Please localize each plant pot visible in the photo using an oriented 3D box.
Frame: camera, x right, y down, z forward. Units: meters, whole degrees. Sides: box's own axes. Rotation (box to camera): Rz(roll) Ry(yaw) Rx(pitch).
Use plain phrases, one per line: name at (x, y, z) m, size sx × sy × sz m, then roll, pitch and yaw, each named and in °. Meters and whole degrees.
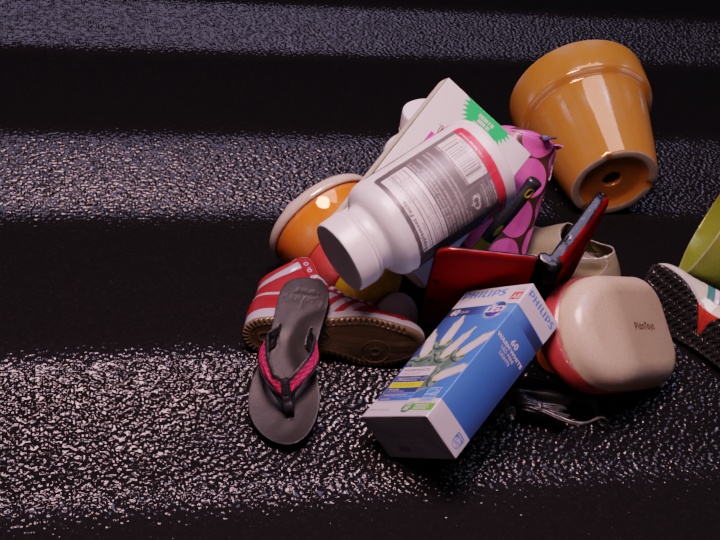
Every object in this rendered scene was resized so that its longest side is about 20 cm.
plant pot at (0.533, -0.018, 1.522) m, size 0.200 × 0.187 × 0.187 m, roll 32°, pitch 37°, yaw 5°
plant pot at (0.329, -0.188, 1.709) m, size 0.199 × 0.200 × 0.184 m, roll -1°, pitch 50°, yaw -15°

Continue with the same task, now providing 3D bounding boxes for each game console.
game console at (0.168, -0.010, 1.356) m, size 0.119 × 0.200 × 0.172 m, roll 34°, pitch 67°, yaw 12°

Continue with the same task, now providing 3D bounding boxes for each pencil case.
pencil case at (0.179, -0.076, 1.491) m, size 0.093 × 0.201 × 0.091 m, roll 16°, pitch 4°, yaw -24°

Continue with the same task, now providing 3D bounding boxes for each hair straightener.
hair straightener at (0.168, 0.143, 1.303) m, size 0.199 × 0.041 × 0.077 m, roll 16°, pitch 34°, yaw 2°

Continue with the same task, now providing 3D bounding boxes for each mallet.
mallet at (0.148, -0.027, 1.407) m, size 0.066 × 0.200 × 0.041 m, roll 28°, pitch 30°, yaw -32°

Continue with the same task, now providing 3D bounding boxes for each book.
book at (0.083, -0.098, 1.382) m, size 0.134 × 0.200 × 0.048 m, roll 40°, pitch -12°, yaw -11°

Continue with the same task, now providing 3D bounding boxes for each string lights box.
string lights box at (0.103, 0.101, 1.233) m, size 0.103 × 0.059 × 0.200 m, roll -9°, pitch 32°, yaw 51°

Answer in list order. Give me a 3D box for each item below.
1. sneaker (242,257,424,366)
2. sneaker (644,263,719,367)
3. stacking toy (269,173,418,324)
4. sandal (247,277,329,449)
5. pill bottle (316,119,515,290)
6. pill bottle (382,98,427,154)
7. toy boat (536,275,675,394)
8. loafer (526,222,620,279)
sneaker at (-0.026, 0.044, 1.366) m, size 0.199 × 0.071 × 0.113 m, roll 6°, pitch 37°, yaw -1°
sneaker at (0.428, 0.061, 1.470) m, size 0.093 × 0.071 × 0.200 m, roll 5°, pitch 27°, yaw -39°
stacking toy at (0.000, 0.000, 1.423) m, size 0.146 × 0.146 × 0.200 m, roll -20°, pitch 62°, yaw -37°
sandal at (-0.073, 0.087, 1.257) m, size 0.075 × 0.045 × 0.201 m, roll 5°, pitch 59°, yaw 5°
pill bottle at (0.057, -0.066, 1.291) m, size 0.200 × 0.111 × 0.111 m, roll -33°, pitch 48°, yaw -16°
pill bottle at (0.076, -0.103, 1.492) m, size 0.111 × 0.201 × 0.111 m, roll 7°, pitch 33°, yaw -4°
toy boat at (0.252, 0.079, 1.348) m, size 0.200 × 0.130 × 0.131 m, roll 4°, pitch 68°, yaw -53°
loafer at (0.240, -0.030, 1.543) m, size 0.199 × 0.068 × 0.076 m, roll 20°, pitch 35°, yaw 16°
